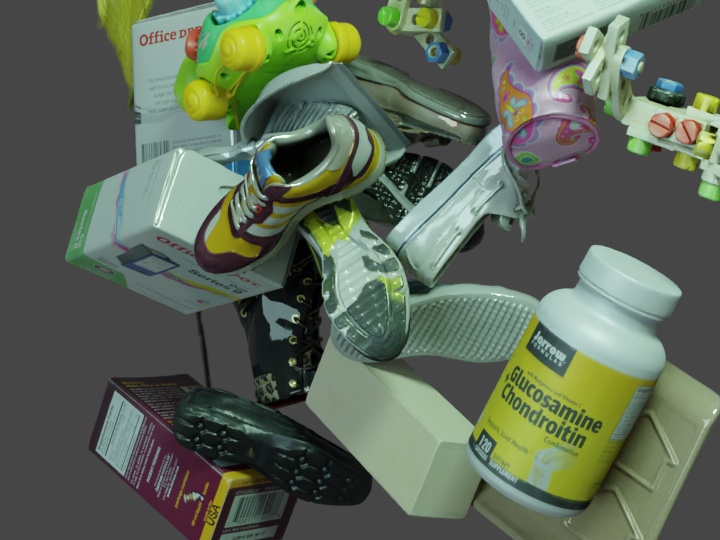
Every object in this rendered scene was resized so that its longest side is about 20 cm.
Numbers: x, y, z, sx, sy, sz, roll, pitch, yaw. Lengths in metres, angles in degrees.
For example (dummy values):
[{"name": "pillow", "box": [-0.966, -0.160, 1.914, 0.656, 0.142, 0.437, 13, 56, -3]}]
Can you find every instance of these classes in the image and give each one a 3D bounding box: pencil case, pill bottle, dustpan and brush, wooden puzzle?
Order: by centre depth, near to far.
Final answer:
[{"name": "pill bottle", "box": [0.173, 0.086, 1.351, 0.112, 0.112, 0.201, 36, 108, 35]}, {"name": "pencil case", "box": [0.149, -0.183, 1.410, 0.087, 0.087, 0.201, -31, 50, 36]}, {"name": "wooden puzzle", "box": [0.196, 0.151, 1.428, 0.185, 0.046, 0.201, 35, 107, 35]}, {"name": "dustpan and brush", "box": [-0.074, -0.119, 1.513, 0.199, 0.140, 0.058, 0, 60, 35]}]

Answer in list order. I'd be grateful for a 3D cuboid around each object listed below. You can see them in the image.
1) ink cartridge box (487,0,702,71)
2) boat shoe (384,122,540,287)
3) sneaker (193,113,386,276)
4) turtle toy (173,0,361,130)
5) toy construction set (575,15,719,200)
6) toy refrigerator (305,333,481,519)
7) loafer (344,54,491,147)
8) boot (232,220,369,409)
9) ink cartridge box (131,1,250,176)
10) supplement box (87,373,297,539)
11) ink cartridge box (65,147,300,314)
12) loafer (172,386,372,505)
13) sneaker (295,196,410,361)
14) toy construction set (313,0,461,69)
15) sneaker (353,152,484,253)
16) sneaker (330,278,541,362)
[{"name": "ink cartridge box", "box": [0.164, -0.272, 1.387, 0.200, 0.162, 0.057, 57, 162, 29]}, {"name": "boat shoe", "box": [0.119, -0.061, 1.462, 0.202, 0.075, 0.086, -43, 79, 5]}, {"name": "sneaker", "box": [-0.078, -0.069, 1.438, 0.200, 0.090, 0.075, -36, 62, 18]}, {"name": "turtle toy", "box": [-0.104, -0.194, 1.549, 0.200, 0.145, 0.102, -44, 64, 44]}, {"name": "toy construction set", "box": [0.249, -0.113, 1.306, 0.200, 0.131, 0.092, 38, 112, 20]}, {"name": "toy refrigerator", "box": [0.034, 0.137, 1.524, 0.200, 0.070, 0.076, 41, 115, 50]}, {"name": "loafer", "box": [0.043, -0.143, 1.548, 0.200, 0.072, 0.063, 32, 112, 46]}, {"name": "boot", "box": [-0.052, 0.043, 1.623, 0.199, 0.073, 0.152, -23, 73, 43]}, {"name": "ink cartridge box", "box": [-0.152, -0.155, 1.705, 0.146, 0.086, 0.202, -5, 85, 41]}, {"name": "supplement box", "box": [-0.165, 0.188, 1.696, 0.200, 0.110, 0.086, 34, 111, 37]}, {"name": "ink cartridge box", "box": [-0.167, -0.034, 1.601, 0.200, 0.145, 0.088, -16, 54, 54]}, {"name": "loafer", "box": [-0.080, 0.162, 1.610, 0.199, 0.071, 0.068, 22, 122, -1]}, {"name": "sneaker", "box": [0.000, 0.000, 1.481, 0.074, 0.085, 0.201, -26, 57, 5]}, {"name": "toy construction set", "box": [0.019, -0.272, 1.562, 0.199, 0.092, 0.132, 21, 103, 28]}, {"name": "sneaker", "box": [0.032, -0.073, 1.564, 0.199, 0.080, 0.074, 30, 80, 22]}, {"name": "sneaker", "box": [0.075, 0.033, 1.517, 0.199, 0.082, 0.074, -1, 119, 19]}]
